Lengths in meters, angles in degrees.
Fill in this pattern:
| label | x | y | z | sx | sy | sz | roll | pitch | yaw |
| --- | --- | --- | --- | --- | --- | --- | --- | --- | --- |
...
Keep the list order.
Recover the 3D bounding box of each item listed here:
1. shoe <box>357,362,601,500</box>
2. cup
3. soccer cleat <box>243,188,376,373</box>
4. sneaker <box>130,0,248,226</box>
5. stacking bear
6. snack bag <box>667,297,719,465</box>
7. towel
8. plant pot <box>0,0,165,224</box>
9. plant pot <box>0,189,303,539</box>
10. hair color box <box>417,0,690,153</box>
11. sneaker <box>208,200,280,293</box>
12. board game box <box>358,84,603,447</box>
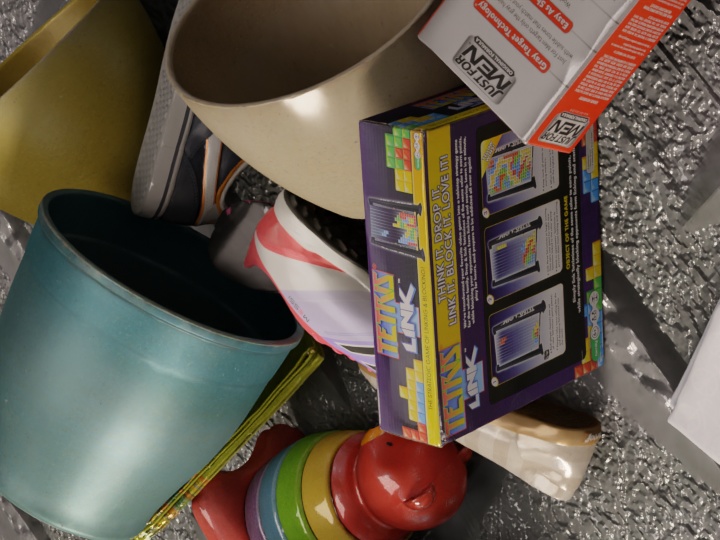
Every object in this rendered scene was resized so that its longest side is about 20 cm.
| label | x | y | z | sx | sy | sz | roll | pitch | yaw |
| --- | --- | --- | --- | --- | --- | --- | --- | --- | --- |
| shoe | 0.072 | 0.097 | 1.477 | 0.199 | 0.070 | 0.054 | 23 | 115 | 38 |
| cup | -0.006 | -0.119 | 1.406 | 0.200 | 0.200 | 0.144 | 15 | 144 | 44 |
| soccer cleat | 0.004 | 0.033 | 1.447 | 0.200 | 0.068 | 0.073 | 47 | 122 | 13 |
| sneaker | -0.100 | -0.129 | 1.537 | 0.078 | 0.079 | 0.201 | -142 | 66 | -69 |
| stacking bear | -0.005 | 0.158 | 1.563 | 0.200 | 0.121 | 0.114 | -23 | 99 | 47 |
| snack bag | 0.277 | 0.067 | 1.277 | 0.188 | 0.021 | 0.201 | 43 | 133 | 29 |
| towel | -0.104 | 0.111 | 1.607 | 0.200 | 0.018 | 0.086 | -46 | 26 | 11 |
| plant pot | -0.206 | -0.104 | 1.636 | 0.142 | 0.200 | 0.200 | 47 | 142 | -16 |
| plant pot | -0.169 | 0.076 | 1.523 | 0.200 | 0.200 | 0.189 | 37 | 107 | 32 |
| hair color box | 0.134 | -0.176 | 1.246 | 0.102 | 0.061 | 0.200 | 47 | 110 | 24 |
| sneaker | 0.000 | 0.000 | 1.522 | 0.199 | 0.086 | 0.081 | 26 | 98 | 17 |
| board game box | 0.078 | -0.013 | 1.353 | 0.057 | 0.165 | 0.201 | 14 | 116 | 43 |
